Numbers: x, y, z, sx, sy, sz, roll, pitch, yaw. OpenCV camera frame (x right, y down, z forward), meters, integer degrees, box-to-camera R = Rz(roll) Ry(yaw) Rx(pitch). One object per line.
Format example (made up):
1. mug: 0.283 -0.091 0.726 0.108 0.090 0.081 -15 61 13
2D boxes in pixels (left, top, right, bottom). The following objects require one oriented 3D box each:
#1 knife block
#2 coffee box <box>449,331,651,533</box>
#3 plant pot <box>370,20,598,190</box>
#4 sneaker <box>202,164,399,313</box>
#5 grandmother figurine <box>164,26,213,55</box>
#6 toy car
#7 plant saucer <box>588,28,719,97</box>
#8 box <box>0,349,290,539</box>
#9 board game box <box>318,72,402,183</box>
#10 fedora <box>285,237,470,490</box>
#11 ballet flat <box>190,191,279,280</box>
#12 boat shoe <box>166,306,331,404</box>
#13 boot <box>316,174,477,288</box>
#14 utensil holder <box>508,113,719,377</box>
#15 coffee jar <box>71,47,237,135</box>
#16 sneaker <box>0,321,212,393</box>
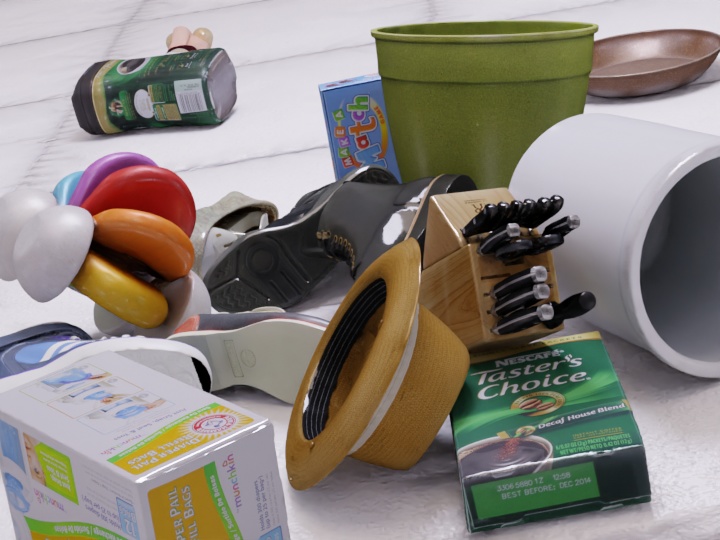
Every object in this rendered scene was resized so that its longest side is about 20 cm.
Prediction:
1. knife block: 0.102 0.029 1.244 0.063 0.202 0.176 -6 37 -17
2. coffee box: 0.120 0.104 1.185 0.122 0.044 0.200 -10 19 4
3. plant pot: 0.111 -0.116 1.549 0.198 0.195 0.200 -2 11 0
4. sneaker: -0.057 -0.019 1.590 0.199 0.077 0.114 -37 1 -15
5. grandmother figurine: -0.255 -0.304 2.501 0.120 0.061 0.200 -19 17 3
6. toy car: -0.208 -0.027 1.483 0.174 0.151 0.199 30 -5 -32
7. plant saucer: 0.323 -0.237 2.041 0.198 0.037 0.201 -10 20 4
8. box: -0.142 0.138 1.123 0.101 0.114 0.199 -22 23 -33
9. board game box: 0.070 -0.121 1.676 0.198 0.153 0.037 -12 18 -5
10. fedora: 0.019 0.076 1.207 0.081 0.202 0.201 28 15 -12
11. ballet flat: -0.131 -0.031 1.666 0.062 0.068 0.200 7 24 17
12. boat shoe: -0.068 0.062 1.371 0.198 0.072 0.062 -2 18 34
13. boot: 0.000 0.000 1.456 0.137 0.078 0.200 3 41 38
14. utensil holder: 0.220 -0.029 1.317 0.168 0.172 0.200 -18 20 -20
15. coffee jar: -0.263 -0.226 2.242 0.198 0.086 0.105 -3 28 19
16. sneaker: -0.208 0.072 1.391 0.198 0.081 0.147 -14 23 7
